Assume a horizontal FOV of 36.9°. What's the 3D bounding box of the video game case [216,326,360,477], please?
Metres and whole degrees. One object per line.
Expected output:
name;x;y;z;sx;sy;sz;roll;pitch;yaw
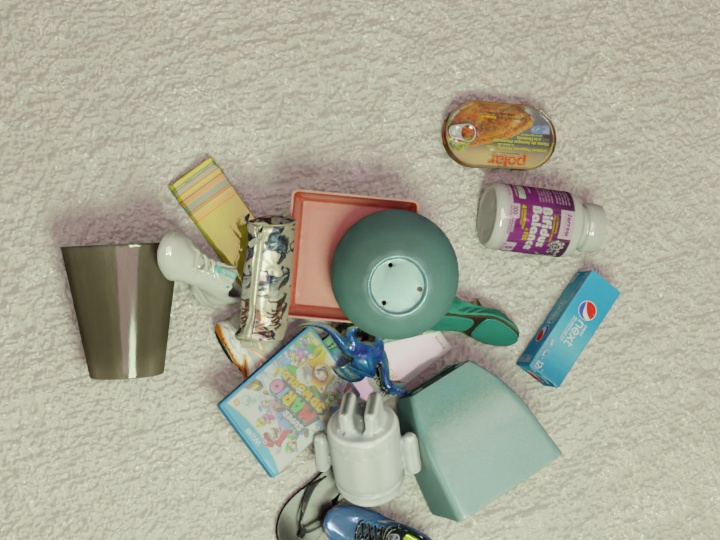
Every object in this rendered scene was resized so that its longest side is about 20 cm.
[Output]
video game case;-0.108;0.202;1.679;0.200;0.018;0.143;-41;102;-27

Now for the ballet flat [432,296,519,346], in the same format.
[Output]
ballet flat;0.183;0.073;1.790;0.199;0.067;0.071;14;47;-33

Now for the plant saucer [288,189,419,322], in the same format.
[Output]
plant saucer;-0.016;-0.020;1.686;0.199;0.037;0.201;5;97;-2

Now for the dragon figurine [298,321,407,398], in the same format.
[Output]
dragon figurine;-0.005;0.142;1.703;0.199;0.059;0.100;19;70;-27

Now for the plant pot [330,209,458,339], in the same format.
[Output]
plant pot;0.053;0.014;1.605;0.199;0.135;0.202;0;98;0

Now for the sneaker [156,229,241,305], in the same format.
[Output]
sneaker;-0.232;-0.002;1.634;0.088;0.200;0.076;7;70;23

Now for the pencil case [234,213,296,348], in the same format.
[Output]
pencil case;-0.146;0.016;1.639;0.077;0.089;0.201;12;100;32

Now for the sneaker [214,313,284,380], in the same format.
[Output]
sneaker;-0.146;0.152;1.714;0.092;0.076;0.201;-31;95;-17

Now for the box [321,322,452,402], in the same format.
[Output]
box;0.033;0.130;1.773;0.200;0.036;0.145;-37;96;-13

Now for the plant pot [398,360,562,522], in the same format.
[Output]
plant pot;0.165;0.258;1.723;0.196;0.196;0.201;-30;88;-13

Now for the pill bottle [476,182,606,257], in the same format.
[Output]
pill bottle;0.305;-0.081;1.808;0.199;0.112;0.113;6;86;-12

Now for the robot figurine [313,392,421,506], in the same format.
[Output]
robot figurine;0.009;0.284;1.676;0.168;0.113;0.201;0;122;14

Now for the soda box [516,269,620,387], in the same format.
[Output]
soda box;0.354;0.099;1.835;0.068;0.064;0.200;37;80;-9

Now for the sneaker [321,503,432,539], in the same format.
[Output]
sneaker;0.037;0.416;1.691;0.199;0.089;0.079;18;71;-2

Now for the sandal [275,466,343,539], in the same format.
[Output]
sandal;-0.065;0.369;1.734;0.076;0.043;0.200;40;79;-8

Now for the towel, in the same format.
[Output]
towel;-0.218;-0.078;1.738;0.086;0.018;0.200;-36;96;-7

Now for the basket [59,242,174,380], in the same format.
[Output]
basket;-0.361;0.060;1.640;0.179;0.136;0.201;-2;91;-7

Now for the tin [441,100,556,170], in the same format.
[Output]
tin;0.236;-0.227;1.839;0.199;0.042;0.113;3;82;-13
